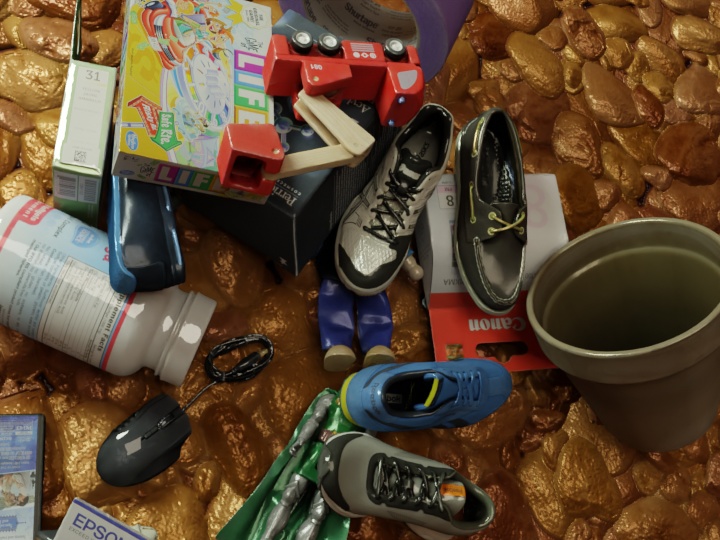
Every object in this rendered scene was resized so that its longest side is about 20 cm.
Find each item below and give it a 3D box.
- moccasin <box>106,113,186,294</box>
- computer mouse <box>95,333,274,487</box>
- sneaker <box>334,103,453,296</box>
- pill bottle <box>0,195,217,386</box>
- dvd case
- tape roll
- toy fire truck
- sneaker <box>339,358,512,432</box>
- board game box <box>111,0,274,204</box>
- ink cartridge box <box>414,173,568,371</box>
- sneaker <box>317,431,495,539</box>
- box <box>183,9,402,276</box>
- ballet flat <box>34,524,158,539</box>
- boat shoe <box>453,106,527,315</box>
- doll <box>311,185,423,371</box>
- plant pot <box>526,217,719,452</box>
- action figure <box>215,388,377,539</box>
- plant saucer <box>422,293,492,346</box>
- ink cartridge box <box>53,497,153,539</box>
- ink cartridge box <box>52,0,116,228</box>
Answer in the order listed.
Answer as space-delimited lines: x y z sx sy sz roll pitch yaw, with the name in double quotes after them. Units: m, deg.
-0.184 -0.065 0.777 0.067 0.081 0.204 3 60 -21 "moccasin"
-0.156 0.122 0.822 0.059 0.034 0.199 47 64 3 "computer mouse"
0.032 -0.075 0.862 0.074 0.088 0.203 24 69 1 "sneaker"
-0.232 0.024 0.790 0.197 0.109 0.111 25 66 -9 "pill bottle"
-0.336 0.222 0.738 0.139 0.018 0.205 2 71 -18 "dvd case"
0.015 -0.290 0.926 0.197 0.200 0.086 29 66 -6 "tape roll"
-0.028 -0.135 0.768 0.195 0.049 0.144 -1 59 -21 "toy fire truck"
0.079 0.117 0.842 0.196 0.078 0.068 0 82 -32 "sneaker"
-0.143 -0.163 0.785 0.132 0.034 0.204 9 58 -23 "board game box"
0.143 -0.001 0.934 0.159 0.057 0.205 -2 68 -18 "ink cartridge box"
0.043 0.191 0.801 0.198 0.079 0.076 27 60 -35 "sneaker"
-0.066 -0.128 0.877 0.147 0.108 0.201 30 64 13 "box"
-0.176 0.259 0.751 0.199 0.073 0.074 38 65 -7 "ballet flat"
0.132 -0.061 0.894 0.070 0.061 0.206 0 75 -17 "boat shoe"
0.000 0.000 0.900 0.133 0.049 0.204 2 62 -10 "doll"
0.280 0.078 0.888 0.199 0.198 0.176 -41 125 -25 "plant pot"
-0.036 0.182 0.832 0.117 0.055 0.202 29 61 -3 "action figure"
0.143 -0.011 0.972 0.070 0.019 0.201 40 64 -1 "plant saucer"
-0.178 0.301 0.696 0.195 0.047 0.203 31 94 -6 "ink cartridge box"
-0.249 -0.152 0.824 0.047 0.146 0.205 9 69 -15 "ink cartridge box"
